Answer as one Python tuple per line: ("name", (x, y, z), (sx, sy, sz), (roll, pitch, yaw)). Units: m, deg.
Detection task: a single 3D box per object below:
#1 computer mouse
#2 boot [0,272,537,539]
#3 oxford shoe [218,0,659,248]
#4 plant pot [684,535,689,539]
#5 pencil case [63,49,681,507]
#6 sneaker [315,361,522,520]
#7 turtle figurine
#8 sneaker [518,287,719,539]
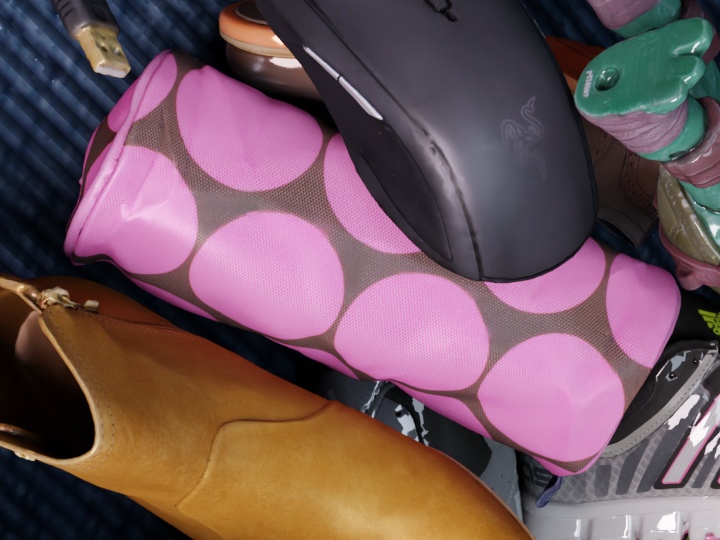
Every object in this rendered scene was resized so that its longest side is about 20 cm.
("computer mouse", (-0.015, -0.078, 0.747), (0.140, 0.046, 0.200), (-21, 72, -25))
("boot", (-0.043, 0.064, 0.739), (0.071, 0.201, 0.144), (-61, 156, 5))
("oxford shoe", (0.037, -0.049, 0.840), (0.200, 0.071, 0.073), (11, 105, -30))
("plant pot", (0.200, 0.195, 0.934), (0.181, 0.199, 0.200), (-34, 119, -7))
("pencil case", (0.000, 0.000, 0.802), (0.200, 0.094, 0.091), (26, 91, -13))
("sneaker", (-0.027, 0.082, 0.855), (0.200, 0.075, 0.116), (-9, 103, -33))
("turtle figurine", (0.142, -0.032, 0.808), (0.101, 0.150, 0.200), (-41, 128, 13))
("sneaker", (0.144, 0.046, 0.887), (0.200, 0.074, 0.088), (-12, 106, 18))
